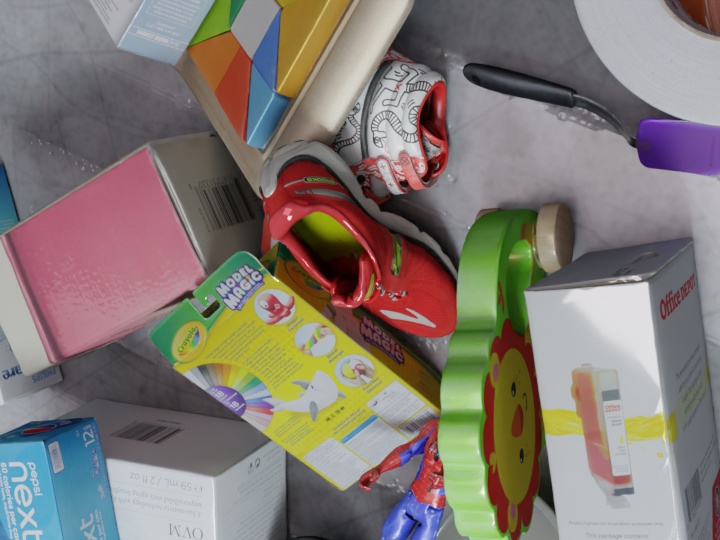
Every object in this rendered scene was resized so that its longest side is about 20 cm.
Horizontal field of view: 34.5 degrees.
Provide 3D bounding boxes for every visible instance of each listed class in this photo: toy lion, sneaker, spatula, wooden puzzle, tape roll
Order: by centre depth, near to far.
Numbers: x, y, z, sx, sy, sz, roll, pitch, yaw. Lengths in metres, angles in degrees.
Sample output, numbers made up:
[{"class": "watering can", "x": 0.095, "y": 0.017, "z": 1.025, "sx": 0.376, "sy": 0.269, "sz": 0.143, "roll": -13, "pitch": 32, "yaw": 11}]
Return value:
[{"class": "tape roll", "x": 0.225, "y": -0.188, "z": 0.679, "sx": 0.197, "sy": 0.066, "sz": 0.204, "roll": 5, "pitch": 101, "yaw": 24}, {"class": "toy lion", "x": 0.093, "y": 0.067, "z": 0.754, "sx": 0.067, "sy": 0.191, "sz": 0.204, "roll": -2, "pitch": 99, "yaw": 25}, {"class": "spatula", "x": 0.155, "y": -0.106, "z": 0.780, "sx": 0.198, "sy": 0.057, "sz": 0.021, "roll": 26, "pitch": 68, "yaw": 26}, {"class": "sneaker", "x": 0.000, "y": 0.000, "z": 0.802, "sx": 0.077, "sy": 0.086, "sz": 0.199, "roll": -35, "pitch": 126, "yaw": 25}, {"class": "wooden puzzle", "x": -0.064, "y": -0.177, "z": 0.831, "sx": 0.186, "sy": 0.037, "sz": 0.201, "roll": -56, "pitch": 50, "yaw": 23}, {"class": "sneaker", "x": -0.002, "y": -0.061, "z": 0.843, "sx": 0.107, "sy": 0.067, "sz": 0.205, "roll": 23, "pitch": 106, "yaw": 23}]

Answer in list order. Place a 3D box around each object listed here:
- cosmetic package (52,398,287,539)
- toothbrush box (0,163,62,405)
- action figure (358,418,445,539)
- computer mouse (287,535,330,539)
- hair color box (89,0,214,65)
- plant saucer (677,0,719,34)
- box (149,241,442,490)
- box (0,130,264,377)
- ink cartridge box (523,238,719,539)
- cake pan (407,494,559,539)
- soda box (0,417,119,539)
[{"class": "cosmetic package", "x": -0.170, "y": 0.230, "z": 0.949, "sx": 0.196, "sy": 0.123, "sz": 0.204, "roll": 4, "pitch": 103, "yaw": 24}, {"class": "toothbrush box", "x": -0.366, "y": 0.024, "z": 1.021, "sx": 0.144, "sy": 0.085, "sz": 0.204, "roll": -14, "pitch": 93, "yaw": 26}, {"class": "action figure", "x": 0.028, "y": 0.177, "z": 0.816, "sx": 0.065, "sy": 0.098, "sz": 0.203, "roll": 31, "pitch": 104, "yaw": 32}, {"class": "computer mouse", "x": -0.022, "y": 0.299, "z": 0.930, "sx": 0.136, "sy": 0.053, "sz": 0.204, "roll": -13, "pitch": 101, "yaw": 13}, {"class": "hair color box", "x": -0.127, "y": -0.265, "z": 0.850, "sx": 0.201, "sy": 0.060, "sz": 0.099, "roll": -53, "pitch": 53, "yaw": 24}, {"class": "plant saucer", "x": 0.289, "y": -0.178, "z": 0.705, "sx": 0.197, "sy": 0.032, "sz": 0.204, "roll": 5, "pitch": 101, "yaw": 24}, {"class": "box", "x": -0.046, "y": 0.067, "z": 0.847, "sx": 0.117, "sy": 0.049, "sz": 0.199, "roll": -39, "pitch": 117, "yaw": 25}, {"class": "box", "x": -0.179, "y": -0.015, "z": 0.902, "sx": 0.198, "sy": 0.128, "sz": 0.110, "roll": -26, "pitch": 89, "yaw": 27}, {"class": "ink cartridge box", "x": 0.175, "y": 0.093, "z": 0.747, "sx": 0.082, "sy": 0.145, "sz": 0.204, "roll": -5, "pitch": 97, "yaw": 27}, {"class": "cake pan", "x": 0.094, "y": 0.247, "z": 0.831, "sx": 0.198, "sy": 0.036, "sz": 0.204, "roll": -13, "pitch": 72, "yaw": 45}, {"class": "soda box", "x": -0.223, "y": 0.217, "z": 0.868, "sx": 0.067, "sy": 0.064, "sz": 0.204, "roll": -6, "pitch": 96, "yaw": 26}]
